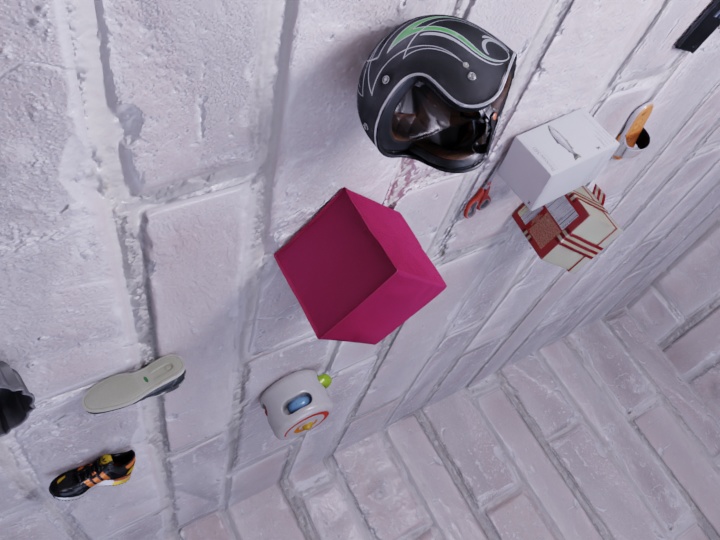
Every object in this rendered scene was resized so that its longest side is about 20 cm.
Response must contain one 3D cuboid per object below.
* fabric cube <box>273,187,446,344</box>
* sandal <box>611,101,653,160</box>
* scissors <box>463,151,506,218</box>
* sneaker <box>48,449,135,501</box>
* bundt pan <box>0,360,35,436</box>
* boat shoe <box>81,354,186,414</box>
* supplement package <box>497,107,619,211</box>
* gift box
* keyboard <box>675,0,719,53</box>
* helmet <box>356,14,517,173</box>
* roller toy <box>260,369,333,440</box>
[{"bbox_3d":[0.000,0.000,1.178,0.196,0.201,0.199,-41,153,21],"label":"fabric cube"},{"bbox_3d":[0.669,-0.320,1.550,0.079,0.059,0.207,-28,156,-9],"label":"sandal"},{"bbox_3d":[0.270,-0.180,1.388,0.073,0.014,0.200,-25,156,-16],"label":"scissors"},{"bbox_3d":[-0.621,0.466,1.490,0.199,0.070,0.090,-1,127,-50],"label":"sneaker"},{"bbox_3d":[-0.610,0.202,0.968,0.201,0.076,0.202,-26,155,-13],"label":"bundt pan"},{"bbox_3d":[-0.437,0.233,1.245,0.199,0.072,0.068,-21,150,-28],"label":"boat shoe"},{"bbox_3d":[0.407,-0.231,1.321,0.199,0.117,0.118,-26,157,-23],"label":"supplement package"},{"bbox_3d":[0.517,-0.129,1.592,0.186,0.201,0.184,16,133,-40],"label":"gift box"},{"bbox_3d":[0.735,-0.527,1.286,0.126,0.021,0.200,-5,146,-37],"label":"keyboard"},{"bbox_3d":[0.094,-0.238,0.847,0.200,0.190,0.201,19,90,-79],"label":"helmet"},{"bbox_3d":[-0.174,0.377,1.758,0.182,0.140,0.200,1,141,-50],"label":"roller toy"}]
